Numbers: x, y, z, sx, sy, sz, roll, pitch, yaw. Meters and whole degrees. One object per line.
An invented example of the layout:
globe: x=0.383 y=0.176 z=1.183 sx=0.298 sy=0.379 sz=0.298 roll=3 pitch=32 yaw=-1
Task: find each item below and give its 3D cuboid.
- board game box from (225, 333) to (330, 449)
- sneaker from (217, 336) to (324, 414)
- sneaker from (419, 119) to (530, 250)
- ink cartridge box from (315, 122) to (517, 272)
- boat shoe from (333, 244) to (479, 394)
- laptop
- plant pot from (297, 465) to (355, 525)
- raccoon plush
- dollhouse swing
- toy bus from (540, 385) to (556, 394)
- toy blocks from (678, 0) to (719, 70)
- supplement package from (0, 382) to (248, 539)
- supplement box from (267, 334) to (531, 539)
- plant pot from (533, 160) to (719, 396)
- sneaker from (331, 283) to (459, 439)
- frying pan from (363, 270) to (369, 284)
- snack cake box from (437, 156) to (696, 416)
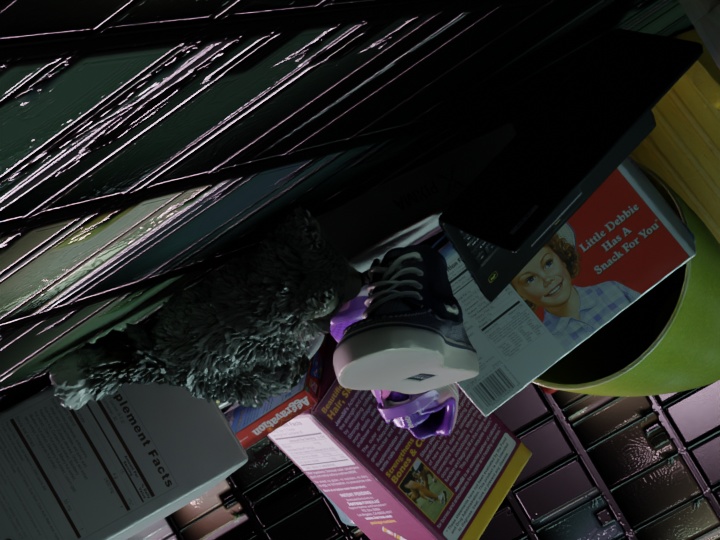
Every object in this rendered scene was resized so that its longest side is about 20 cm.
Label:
board game box: x=-0.072 y=0.083 z=1.821 sx=0.103 sy=0.019 sz=0.200 roll=-32 pitch=-160 yaw=20
sneaker: x=-0.123 y=0.082 z=1.784 sx=0.200 sy=0.073 sz=0.112 roll=-34 pitch=-171 yaw=-2
sneaker: x=0.109 y=-0.067 z=1.631 sx=0.200 sy=0.070 sz=0.078 roll=-36 pitch=165 yaw=23
ink cartridge box: x=0.047 y=-0.052 z=1.491 sx=0.200 sy=0.045 sz=0.176 roll=-28 pitch=175 yaw=-35
boat shoe: x=0.022 y=0.027 z=1.410 sx=0.075 sy=0.093 sz=0.200 roll=-18 pitch=168 yaw=12
laptop: x=0.148 y=-0.059 z=1.383 sx=0.177 sy=0.103 sz=0.200 roll=-46 pitch=149 yaw=-7
plant pot: x=0.009 y=0.129 z=1.993 sx=0.200 sy=0.188 sz=0.200 roll=-23 pitch=-170 yaw=4
raccoon plush: x=-0.092 y=0.039 z=1.358 sx=0.200 sy=0.097 sz=0.134 roll=-28 pitch=167 yaw=-21
dollhouse swing: x=0.253 y=-0.076 z=1.719 sx=0.200 sy=0.176 sz=0.182 roll=-33 pitch=176 yaw=33
toy bus: x=0.106 y=0.029 z=1.824 sx=0.136 sy=0.192 sz=0.200 roll=-30 pitch=177 yaw=-21
toy blocks: x=0.277 y=-0.151 z=1.307 sx=0.100 sy=0.137 sz=0.200 roll=-28 pitch=174 yaw=-20
supplement package: x=-0.207 y=0.147 z=1.549 sx=0.200 sy=0.120 sz=0.121 roll=-28 pitch=173 yaw=-29
supplement box: x=0.028 y=0.145 z=1.831 sx=0.103 sy=0.200 sz=0.131 roll=-15 pitch=-148 yaw=55
plant pot: x=0.227 y=0.026 z=1.698 sx=0.187 sy=0.187 sz=0.200 roll=-33 pitch=148 yaw=25
sneaker: x=0.031 y=0.076 z=1.689 sx=0.080 sy=0.089 sz=0.200 roll=-10 pitch=152 yaw=23
frying pan: x=-0.016 y=0.006 z=1.603 sx=0.115 sy=0.031 sz=0.190 roll=-21 pitch=-174 yaw=4
snack cake box: x=0.133 y=-0.001 z=1.555 sx=0.200 sy=0.115 sz=0.067 roll=-38 pitch=-175 yaw=14
